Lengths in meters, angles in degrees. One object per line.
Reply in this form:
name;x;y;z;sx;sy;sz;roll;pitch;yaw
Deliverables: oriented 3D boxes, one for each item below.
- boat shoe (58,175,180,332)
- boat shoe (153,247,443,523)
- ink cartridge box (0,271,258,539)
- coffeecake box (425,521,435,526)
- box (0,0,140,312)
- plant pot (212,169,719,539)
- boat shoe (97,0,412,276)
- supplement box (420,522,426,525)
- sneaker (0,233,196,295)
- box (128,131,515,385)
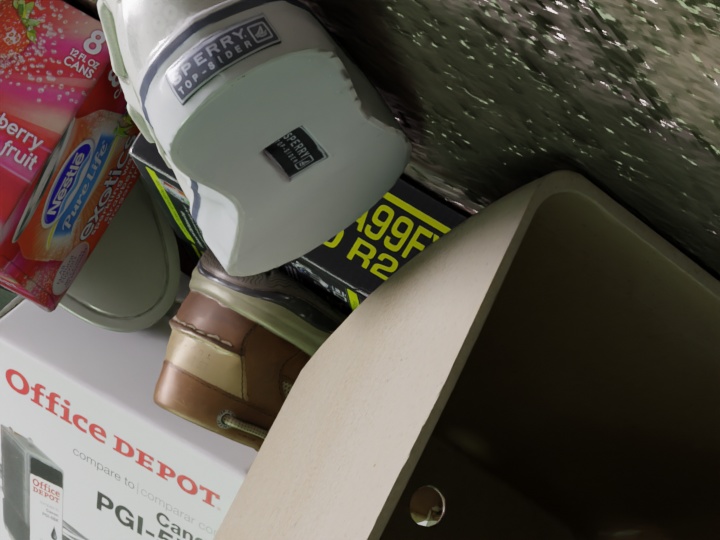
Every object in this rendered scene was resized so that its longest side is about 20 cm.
boat shoe;-0.146;-0.049;0.946;0.200;0.073;0.062;46;168;11
boat shoe;-0.009;0.066;0.863;0.200;0.074;0.076;38;169;-38
ink cartridge box;-0.089;0.107;0.982;0.146;0.083;0.201;27;133;22
coffeecake box;0.088;0.199;1.096;0.154;0.073;0.201;54;146;28
box;-0.185;-0.081;0.869;0.199;0.100;0.096;30;171;15
plant pot;0.045;0.111;0.703;0.199;0.201;0.177;35;161;-21
boat shoe;-0.036;-0.053;0.653;0.070;0.071;0.200;58;-178;14
supplement box;0.138;0.193;1.371;0.199;0.074;0.126;34;172;-12
sneaker;-0.112;0.003;1.047;0.116;0.076;0.200;46;-163;20
box;0.000;0.000;0.863;0.160;0.044;0.200;31;172;9
